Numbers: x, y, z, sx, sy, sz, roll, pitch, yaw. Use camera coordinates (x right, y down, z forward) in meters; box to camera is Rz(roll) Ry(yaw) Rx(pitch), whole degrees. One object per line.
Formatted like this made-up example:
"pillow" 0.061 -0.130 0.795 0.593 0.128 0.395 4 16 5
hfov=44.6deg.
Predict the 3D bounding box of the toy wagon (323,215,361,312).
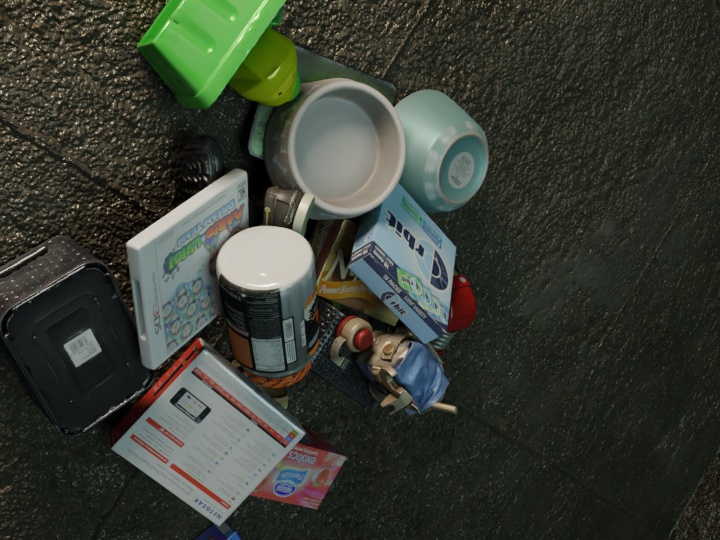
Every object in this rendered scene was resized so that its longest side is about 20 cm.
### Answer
"toy wagon" -0.006 -0.032 1.363 0.155 0.040 0.200 -35 130 -26

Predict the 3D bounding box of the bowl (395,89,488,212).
"bowl" 0.124 -0.172 1.369 0.200 0.105 0.201 -20 122 -35

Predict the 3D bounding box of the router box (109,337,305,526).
"router box" -0.207 0.223 1.202 0.180 0.049 0.200 -46 114 -2

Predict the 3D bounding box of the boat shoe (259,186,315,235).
"boat shoe" -0.107 -0.051 1.179 0.201 0.060 0.072 114 -4 -61

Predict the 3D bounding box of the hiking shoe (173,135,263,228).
"hiking shoe" -0.180 -0.097 1.153 0.101 0.076 0.201 -37 141 -36

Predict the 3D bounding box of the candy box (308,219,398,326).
"candy box" 0.000 0.000 1.314 0.200 0.055 0.116 25 89 -46

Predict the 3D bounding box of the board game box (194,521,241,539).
"board game box" -0.261 0.505 1.386 0.200 0.045 0.135 -38 132 -23

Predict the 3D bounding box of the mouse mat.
"mouse mat" -0.048 -0.207 1.199 0.199 0.008 0.162 15 89 -29

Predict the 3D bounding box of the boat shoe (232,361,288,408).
"boat shoe" -0.177 0.168 1.276 0.200 0.074 0.067 13 107 -46

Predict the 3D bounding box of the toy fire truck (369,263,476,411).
"toy fire truck" 0.116 0.108 1.405 0.128 0.200 0.176 -7 141 -43

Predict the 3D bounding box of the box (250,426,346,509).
"box" -0.132 0.293 1.365 0.200 0.095 0.103 30 90 -47

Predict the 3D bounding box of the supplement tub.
"supplement tub" -0.114 0.052 1.126 0.122 0.122 0.200 -32 143 -28

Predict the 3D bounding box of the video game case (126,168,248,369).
"video game case" -0.201 -0.004 1.070 0.200 0.024 0.183 -45 147 -45

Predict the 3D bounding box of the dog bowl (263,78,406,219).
"dog bowl" -0.027 -0.163 1.180 0.199 0.059 0.201 -3 97 -27

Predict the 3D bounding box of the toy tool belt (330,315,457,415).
"toy tool belt" 0.060 0.140 1.249 0.125 0.123 0.200 -54 136 -9

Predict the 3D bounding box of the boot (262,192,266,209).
"boot" -0.056 -0.166 1.238 0.199 0.070 0.147 -11 109 -33

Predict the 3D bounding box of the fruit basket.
"fruit basket" -0.137 -0.268 1.054 0.215 0.155 0.216 -5 102 -25

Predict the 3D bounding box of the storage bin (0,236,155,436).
"storage bin" -0.348 0.079 1.046 0.135 0.094 0.200 -35 132 -25

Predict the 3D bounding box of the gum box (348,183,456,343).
"gum box" 0.066 -0.021 1.273 0.170 0.044 0.200 46 32 -24

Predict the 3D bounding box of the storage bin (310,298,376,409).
"storage bin" -0.048 0.114 1.325 0.094 0.135 0.200 -56 137 -6
